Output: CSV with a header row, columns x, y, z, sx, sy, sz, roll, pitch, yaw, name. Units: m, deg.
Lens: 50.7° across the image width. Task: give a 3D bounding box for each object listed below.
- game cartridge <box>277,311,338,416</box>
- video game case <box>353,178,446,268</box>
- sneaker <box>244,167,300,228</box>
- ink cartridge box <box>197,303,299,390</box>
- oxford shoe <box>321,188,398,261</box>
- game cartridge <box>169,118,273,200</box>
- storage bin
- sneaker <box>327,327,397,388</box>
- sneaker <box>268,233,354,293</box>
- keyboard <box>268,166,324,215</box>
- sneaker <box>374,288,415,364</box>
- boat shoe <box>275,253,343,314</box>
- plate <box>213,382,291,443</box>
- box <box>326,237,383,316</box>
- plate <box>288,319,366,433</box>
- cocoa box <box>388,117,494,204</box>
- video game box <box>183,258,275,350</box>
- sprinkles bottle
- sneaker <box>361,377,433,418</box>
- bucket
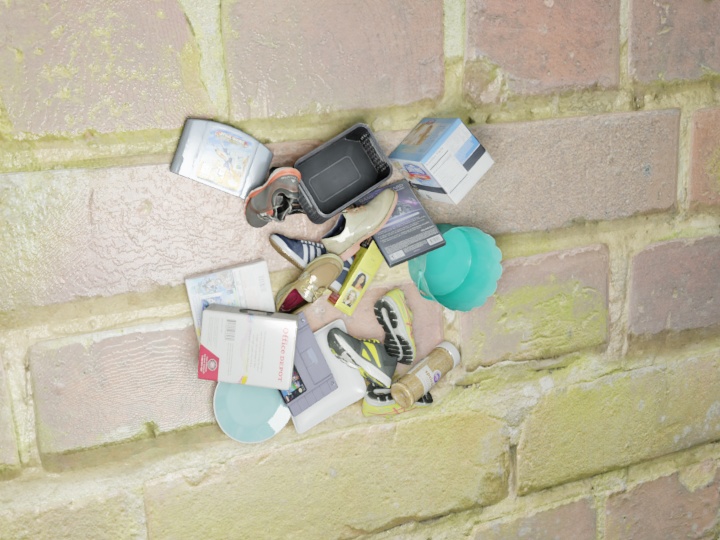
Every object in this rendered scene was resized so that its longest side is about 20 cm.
x,y,z,sx,sy,sz,roll,pitch,yaw,name
-0.142,0.208,1.687,0.128,0.038,0.203,-32,107,-24,game cartridge
0.083,-0.108,1.691,0.140,0.202,0.019,-21,147,-14,video game case
-0.187,-0.131,1.575,0.076,0.200,0.083,7,58,-29,sneaker
-0.233,0.158,1.590,0.195,0.086,0.151,8,98,-2,ink cartridge box
0.000,-0.110,1.632,0.200,0.071,0.074,-48,121,-6,oxford shoe
-0.288,-0.236,1.599,0.197,0.041,0.136,19,97,-22,game cartridge
-0.046,-0.207,1.638,0.198,0.094,0.137,-33,94,-16,storage bin
0.005,0.186,1.743,0.200,0.074,0.085,43,64,-23,sneaker
-0.102,-0.048,1.685,0.199,0.070,0.110,37,81,-19,sneaker
-0.107,-0.169,1.676,0.196,0.040,0.107,2,99,-20,keyboard
0.097,0.131,1.782,0.091,0.077,0.203,-50,136,-43,sneaker
-0.111,0.041,1.638,0.074,0.067,0.199,36,122,-21,boat shoe
-0.239,0.287,1.710,0.196,0.025,0.205,-3,97,-27,plate
0.000,0.000,1.730,0.050,0.075,0.202,30,90,-20,box
-0.097,0.240,1.748,0.197,0.032,0.204,-26,107,-22,plate
0.174,-0.246,1.678,0.134,0.200,0.131,-47,111,-5,cocoa box
-0.277,0.093,1.659,0.179,0.047,0.205,-14,104,-19,video game box
0.155,0.245,1.794,0.199,0.067,0.069,-34,112,-38,sprinkles bottle
0.084,0.315,1.828,0.196,0.079,0.091,6,128,-29,sneaker
0.214,-0.012,1.772,0.203,0.135,0.212,-4,101,-19,bucket
